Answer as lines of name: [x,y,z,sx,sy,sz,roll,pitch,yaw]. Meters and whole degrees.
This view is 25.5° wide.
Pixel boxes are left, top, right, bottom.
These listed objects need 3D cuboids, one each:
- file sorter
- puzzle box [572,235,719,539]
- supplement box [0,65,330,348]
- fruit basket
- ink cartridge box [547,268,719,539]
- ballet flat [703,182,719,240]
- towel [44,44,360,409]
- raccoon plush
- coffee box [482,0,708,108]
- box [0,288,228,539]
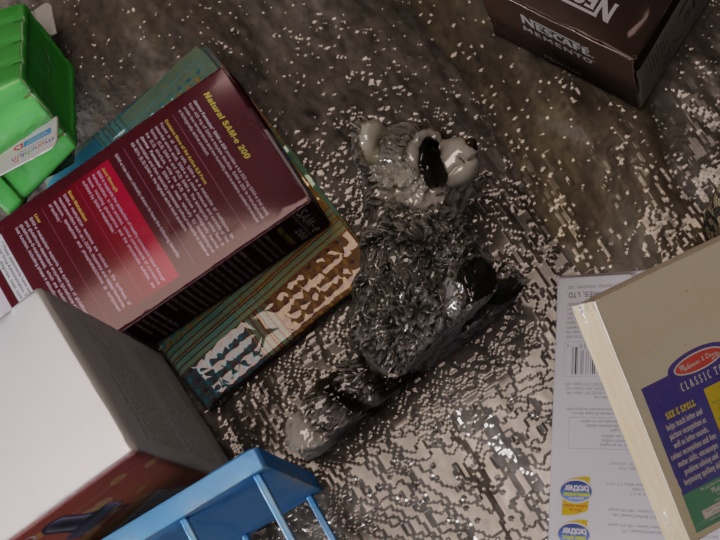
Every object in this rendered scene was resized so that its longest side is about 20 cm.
file sorter: [-0.099,0.208,0.892,0.200,0.139,0.123,-31,72,3]
puzzle box: [0.217,0.040,0.830,0.200,0.025,0.133,-23,93,-23]
supplement box: [-0.132,-0.022,0.985,0.200,0.061,0.109,-34,72,3]
fruit basket: [-0.274,-0.075,1.025,0.200,0.094,0.185,-35,34,13]
ink cartridge box: [0.162,0.099,0.880,0.119,0.042,0.201,-5,76,43]
ballet flat: [0.235,0.032,0.896,0.068,0.075,0.200,-12,72,7]
towel: [-0.099,-0.030,1.023,0.147,0.022,0.200,-39,71,1]
raccoon plush: [0.000,0.000,0.942,0.200,0.097,0.134,-38,76,-1]
coffee box: [0.174,-0.218,0.981,0.113,0.080,0.200,30,82,19]
box: [-0.178,0.114,0.902,0.152,0.200,0.106,-35,73,3]
